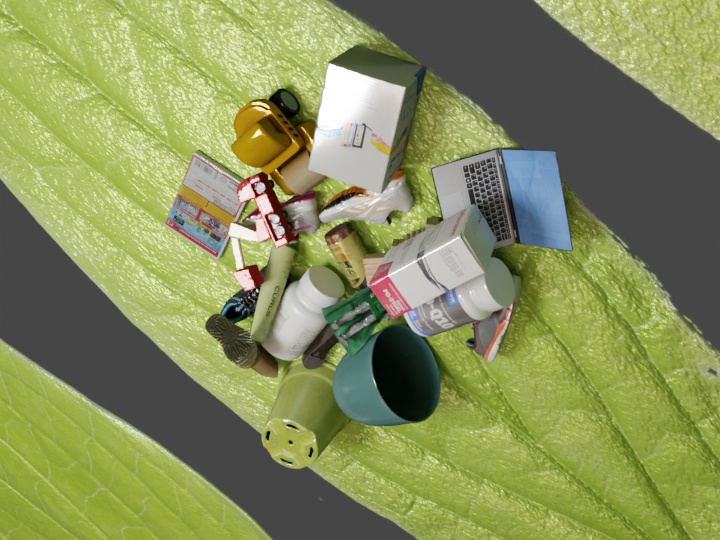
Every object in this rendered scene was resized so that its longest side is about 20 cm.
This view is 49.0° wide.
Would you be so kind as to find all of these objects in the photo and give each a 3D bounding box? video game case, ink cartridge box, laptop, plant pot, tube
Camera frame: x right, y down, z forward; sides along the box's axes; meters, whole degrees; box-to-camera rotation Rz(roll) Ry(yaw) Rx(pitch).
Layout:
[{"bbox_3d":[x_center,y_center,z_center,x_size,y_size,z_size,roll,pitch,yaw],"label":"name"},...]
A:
[{"bbox_3d":[-0.322,-0.135,1.668,0.143,0.017,0.200,33,123,1],"label":"video game case"},{"bbox_3d":[0.012,-0.267,1.398,0.144,0.147,0.201,19,122,9],"label":"ink cartridge box"},{"bbox_3d":[0.249,-0.110,1.406,0.199,0.116,0.188,-16,111,0],"label":"laptop"},{"bbox_3d":[0.131,-0.017,1.406,0.199,0.145,0.084,-29,105,28],"label":"ink cartridge box"},{"bbox_3d":[-0.123,0.327,1.738,0.199,0.184,0.201,9,120,16],"label":"plant pot"},{"bbox_3d":[0.039,0.228,1.628,0.161,0.201,0.201,-24,107,41],"label":"plant pot"},{"bbox_3d":[-0.181,0.048,1.608,0.058,0.201,0.052,23,167,-32],"label":"tube"}]

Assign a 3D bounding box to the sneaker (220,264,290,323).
[{"bbox_3d":[-0.228,0.060,1.698,0.073,0.082,0.200,47,121,-6],"label":"sneaker"}]

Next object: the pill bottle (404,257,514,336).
[{"bbox_3d":[0.185,0.049,1.498,0.200,0.114,0.114,-23,107,42],"label":"pill bottle"}]

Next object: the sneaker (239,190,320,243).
[{"bbox_3d":[-0.166,-0.089,1.597,0.199,0.081,0.089,-13,110,26],"label":"sneaker"}]

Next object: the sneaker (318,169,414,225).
[{"bbox_3d":[0.012,-0.117,1.524,0.199,0.076,0.092,-19,113,29],"label":"sneaker"}]

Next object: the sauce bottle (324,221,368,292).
[{"bbox_3d":[0.000,0.000,1.591,0.066,0.066,0.201,-23,108,29],"label":"sauce bottle"}]

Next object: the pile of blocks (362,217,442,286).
[{"bbox_3d":[0.095,-0.035,1.533,0.199,0.062,0.082,-29,104,19],"label":"pile of blocks"}]

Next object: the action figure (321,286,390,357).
[{"bbox_3d":[0.032,0.067,1.560,0.055,0.200,0.118,18,141,59],"label":"action figure"}]

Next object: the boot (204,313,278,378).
[{"bbox_3d":[-0.226,0.181,1.684,0.175,0.066,0.200,42,174,39],"label":"boot"}]

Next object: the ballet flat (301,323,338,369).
[{"bbox_3d":[-0.065,0.138,1.701,0.067,0.046,0.200,19,127,-30],"label":"ballet flat"}]

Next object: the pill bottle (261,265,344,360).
[{"bbox_3d":[-0.122,0.086,1.653,0.114,0.114,0.200,38,123,-2],"label":"pill bottle"}]

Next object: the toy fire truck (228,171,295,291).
[{"bbox_3d":[-0.206,-0.075,1.539,0.140,0.049,0.201,-22,96,19],"label":"toy fire truck"}]

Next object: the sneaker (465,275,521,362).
[{"bbox_3d":[0.253,0.090,1.542,0.082,0.077,0.201,24,122,15],"label":"sneaker"}]

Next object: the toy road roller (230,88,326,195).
[{"bbox_3d":[-0.155,-0.227,1.481,0.123,0.146,0.200,-33,102,31],"label":"toy road roller"}]
